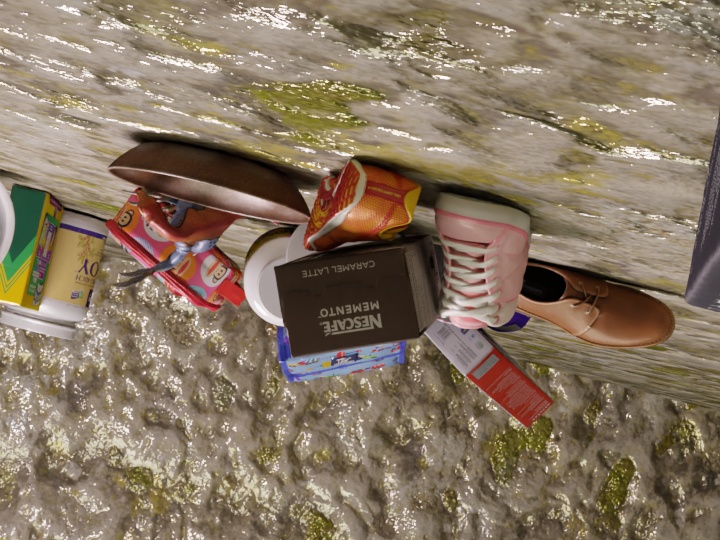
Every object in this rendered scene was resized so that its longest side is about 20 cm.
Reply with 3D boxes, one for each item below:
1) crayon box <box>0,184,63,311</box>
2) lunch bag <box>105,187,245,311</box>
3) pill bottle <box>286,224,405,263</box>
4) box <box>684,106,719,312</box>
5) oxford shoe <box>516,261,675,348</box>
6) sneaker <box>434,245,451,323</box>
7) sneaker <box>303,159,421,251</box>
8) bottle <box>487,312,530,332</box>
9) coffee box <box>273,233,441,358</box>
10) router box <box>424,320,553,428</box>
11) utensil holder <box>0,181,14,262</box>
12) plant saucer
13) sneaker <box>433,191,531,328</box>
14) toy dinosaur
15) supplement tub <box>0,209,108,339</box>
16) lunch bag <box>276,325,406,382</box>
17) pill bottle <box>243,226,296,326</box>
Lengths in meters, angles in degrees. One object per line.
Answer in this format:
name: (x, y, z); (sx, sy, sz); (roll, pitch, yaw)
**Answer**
crayon box: (-0.508, -0.030, 2.239); (0.058, 0.173, 0.200); (14, 175, -3)
lunch bag: (-0.210, -0.016, 1.780); (0.176, 0.082, 0.200); (39, 178, 5)
pill bottle: (0.000, 0.000, 1.545); (0.111, 0.111, 0.200); (11, 175, 23)
box: (0.231, -0.031, 0.540); (0.196, 0.118, 0.200); (13, 174, 10)
oxford shoe: (0.240, 0.037, 1.579); (0.199, 0.072, 0.071); (14, 170, 6)
sneaker: (0.064, 0.002, 1.695); (0.200, 0.081, 0.086); (25, -177, 14)
sneaker: (-0.002, -0.045, 1.262); (0.077, 0.073, 0.200); (18, 174, -13)
bottle: (0.169, 0.038, 1.792); (0.083, 0.065, 0.200); (19, 177, 14)
coffee box: (0.004, 0.018, 1.302); (0.114, 0.080, 0.200); (-10, -177, 11)
router box: (0.125, 0.083, 1.785); (0.200, 0.049, 0.179); (47, -176, 39)
utensil holder: (-0.588, -0.072, 2.033); (0.170, 0.170, 0.200); (16, 177, -32)
plant saucer: (-0.138, -0.086, 1.393); (0.200, 0.037, 0.200); (13, 175, 1)
sneaker: (0.104, -0.003, 1.288); (0.075, 0.105, 0.200); (14, 174, 17)
toy dinosaur: (-0.178, -0.061, 1.538); (0.200, 0.105, 0.181); (-20, -173, -11)
supplement tub: (-0.504, 0.002, 2.412); (0.145, 0.201, 0.145); (14, 177, 1)
lunch bag: (-0.023, 0.079, 1.764); (0.150, 0.094, 0.200); (-9, 177, -1)
pill bottle: (-0.086, 0.008, 1.738); (0.104, 0.105, 0.200); (14, -174, -6)
